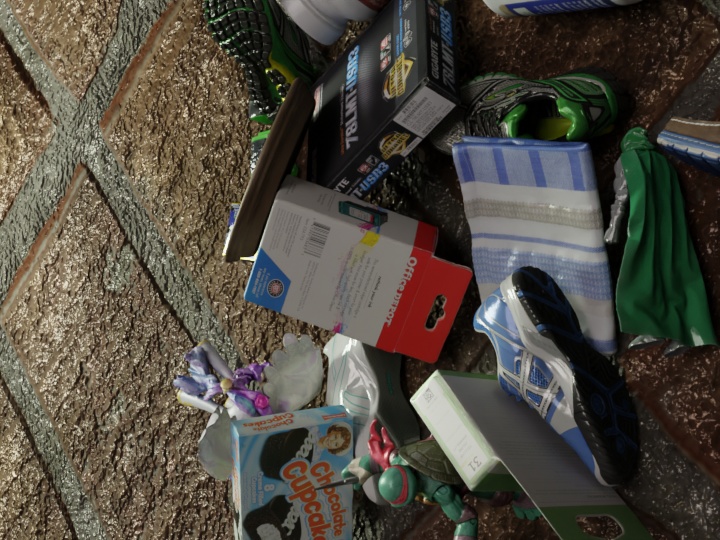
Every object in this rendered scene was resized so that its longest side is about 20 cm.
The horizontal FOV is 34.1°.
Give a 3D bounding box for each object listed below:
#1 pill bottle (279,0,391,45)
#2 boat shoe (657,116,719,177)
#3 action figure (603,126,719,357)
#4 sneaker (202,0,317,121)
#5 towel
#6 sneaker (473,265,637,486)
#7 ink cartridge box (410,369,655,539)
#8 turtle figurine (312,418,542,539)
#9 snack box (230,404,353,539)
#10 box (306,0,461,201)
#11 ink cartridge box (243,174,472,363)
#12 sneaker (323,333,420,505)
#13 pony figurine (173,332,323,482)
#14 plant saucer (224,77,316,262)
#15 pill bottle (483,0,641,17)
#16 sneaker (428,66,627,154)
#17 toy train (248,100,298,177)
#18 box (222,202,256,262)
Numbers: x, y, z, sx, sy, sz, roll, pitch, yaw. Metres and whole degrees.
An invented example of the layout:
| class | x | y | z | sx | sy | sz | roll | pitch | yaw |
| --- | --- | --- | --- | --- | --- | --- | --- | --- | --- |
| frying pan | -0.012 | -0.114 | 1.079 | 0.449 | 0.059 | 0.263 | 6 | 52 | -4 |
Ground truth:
| class | x | y | z | sx | sy | sz | roll | pitch | yaw |
| --- | --- | --- | --- | --- | --- | --- | --- | --- | --- |
| pill bottle | 0.007 | -0.335 | 1.225 | 0.200 | 0.112 | 0.113 | -42 | 56 | 21 |
| boat shoe | 0.336 | -0.104 | 0.927 | 0.199 | 0.072 | 0.073 | 17 | 89 | 34 |
| action figure | 0.244 | -0.030 | 0.985 | 0.055 | 0.118 | 0.201 | -28 | 55 | 48 |
| sneaker | -0.106 | -0.259 | 1.275 | 0.078 | 0.201 | 0.085 | 3 | 50 | 26 |
| towel | 0.154 | -0.020 | 1.042 | 0.146 | 0.024 | 0.201 | 10 | 120 | 42 |
| sneaker | 0.171 | 0.097 | 1.020 | 0.077 | 0.076 | 0.201 | -36 | 78 | 39 |
| ink cartridge box | 0.148 | 0.172 | 0.994 | 0.048 | 0.145 | 0.200 | -51 | 53 | 24 |
| turtle figurine | 0.066 | 0.193 | 1.026 | 0.150 | 0.199 | 0.101 | 48 | 122 | 35 |
| snack box | -0.066 | 0.236 | 1.158 | 0.037 | 0.115 | 0.201 | -137 | 44 | -63 |
| box | 0.019 | -0.177 | 1.187 | 0.198 | 0.050 | 0.201 | -41 | 32 | 35 |
| ink cartridge box | 0.000 | 0.000 | 1.141 | 0.067 | 0.199 | 0.117 | -74 | 4 | -63 |
| sneaker | 0.008 | 0.143 | 1.191 | 0.080 | 0.070 | 0.201 | -33 | 54 | 41 |
| pony figurine | -0.114 | 0.155 | 1.236 | 0.166 | 0.194 | 0.200 | -40 | 46 | -20 |
| plant saucer | -0.088 | -0.097 | 1.186 | 0.200 | 0.029 | 0.201 | -157 | 90 | -87 |
| pill bottle | 0.206 | -0.293 | 1.041 | 0.199 | 0.119 | 0.121 | 5 | 86 | 43 |
| sneaker | 0.138 | -0.142 | 1.078 | 0.199 | 0.085 | 0.079 | -7 | 105 | 44 |
| toy train | -0.101 | -0.195 | 1.353 | 0.042 | 0.056 | 0.201 | -9 | 77 | 44 |
| box | -0.058 | -0.031 | 1.275 | 0.199 | 0.070 | 0.065 | 9 | 88 | 44 |
